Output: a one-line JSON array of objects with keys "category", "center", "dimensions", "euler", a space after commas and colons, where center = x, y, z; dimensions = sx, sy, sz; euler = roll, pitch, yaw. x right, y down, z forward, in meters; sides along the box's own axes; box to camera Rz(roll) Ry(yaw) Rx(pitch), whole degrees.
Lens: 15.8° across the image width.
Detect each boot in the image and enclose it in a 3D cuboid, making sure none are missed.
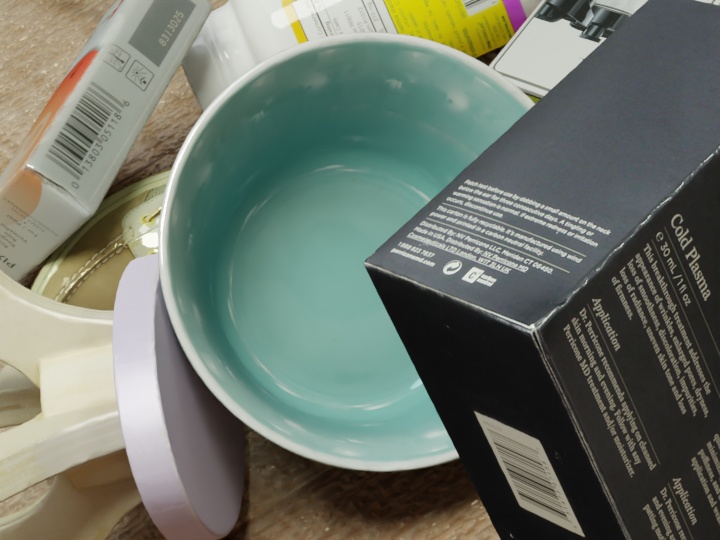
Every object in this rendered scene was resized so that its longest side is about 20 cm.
[{"category": "boot", "center": [-0.064, 0.004, 1.322], "dimensions": [0.200, 0.072, 0.155], "euler": [-36, 38, -14]}]

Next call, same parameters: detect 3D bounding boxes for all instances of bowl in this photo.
[{"category": "bowl", "center": [0.000, 0.000, 1.203], "dimensions": [0.201, 0.201, 0.105], "euler": [-37, -3, -15]}]

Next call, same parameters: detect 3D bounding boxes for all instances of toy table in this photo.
[{"category": "toy table", "center": [-0.127, 0.065, 1.192], "dimensions": [0.117, 0.185, 0.200], "euler": [-13, 1, 8]}]

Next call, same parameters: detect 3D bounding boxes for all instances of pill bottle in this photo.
[{"category": "pill bottle", "center": [-0.001, -0.145, 1.442], "dimensions": [0.199, 0.104, 0.104], "euler": [-24, 34, 4]}]

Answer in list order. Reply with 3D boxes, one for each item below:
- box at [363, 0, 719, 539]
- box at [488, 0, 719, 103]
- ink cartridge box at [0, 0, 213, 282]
[{"category": "box", "center": [0.128, 0.026, 1.049], "dimensions": [0.182, 0.200, 0.104], "euler": [-41, 36, -22]}, {"category": "box", "center": [0.170, -0.143, 1.327], "dimensions": [0.200, 0.060, 0.116], "euler": [-51, 39, -10]}, {"category": "ink cartridge box", "center": [-0.171, -0.061, 1.405], "dimensions": [0.200, 0.050, 0.163], "euler": [-33, 25, 49]}]
